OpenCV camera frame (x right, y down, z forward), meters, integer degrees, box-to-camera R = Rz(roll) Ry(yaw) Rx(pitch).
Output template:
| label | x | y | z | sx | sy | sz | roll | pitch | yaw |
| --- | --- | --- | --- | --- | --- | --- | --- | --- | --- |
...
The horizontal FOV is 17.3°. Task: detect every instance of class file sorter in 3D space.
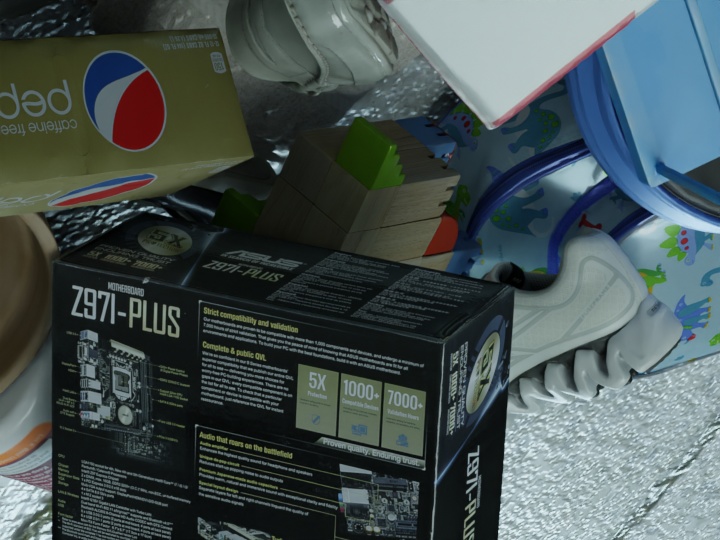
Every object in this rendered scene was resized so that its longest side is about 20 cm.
| label | x | y | z | sx | sy | sz | roll | pitch | yaw |
| --- | --- | --- | --- | --- | --- | --- | --- | --- | --- |
| file sorter | 0.216 | -0.130 | 1.077 | 0.200 | 0.123 | 0.139 | -25 | 110 | -10 |

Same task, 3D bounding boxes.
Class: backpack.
| label | x | y | z | sx | sy | sz | roll | pitch | yaw |
| --- | --- | --- | --- | --- | --- | --- | --- | --- | --- |
| backpack | 0.141 | -0.034 | 1.284 | 0.200 | 0.147 | 0.183 | -19 | 140 | -6 |

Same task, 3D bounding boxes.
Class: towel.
| label | x | y | z | sx | sy | sz | roll | pitch | yaw |
| --- | --- | --- | --- | --- | --- | --- | --- | --- | --- |
| towel | -0.041 | -0.130 | 1.133 | 0.132 | 0.035 | 0.200 | -39 | 144 | 14 |

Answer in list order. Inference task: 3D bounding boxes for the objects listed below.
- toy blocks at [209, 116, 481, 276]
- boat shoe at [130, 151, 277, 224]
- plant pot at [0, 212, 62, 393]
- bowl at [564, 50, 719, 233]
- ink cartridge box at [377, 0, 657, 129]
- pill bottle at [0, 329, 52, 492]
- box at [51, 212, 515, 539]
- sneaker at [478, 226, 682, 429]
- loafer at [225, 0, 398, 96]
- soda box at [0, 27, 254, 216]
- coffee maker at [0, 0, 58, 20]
| label | x | y | z | sx | sy | sz | roll | pitch | yaw |
| --- | --- | --- | --- | --- | --- | --- | --- | --- | --- |
| toy blocks | 0.000 | 0.000 | 1.195 | 0.137 | 0.100 | 0.200 | -12 | 135 | -51 |
| boat shoe | -0.123 | -0.049 | 1.144 | 0.200 | 0.073 | 0.063 | 14 | 124 | -50 |
| plant pot | -0.246 | -0.005 | 1.089 | 0.200 | 0.093 | 0.201 | -18 | 143 | -14 |
| bowl | 0.198 | -0.113 | 1.162 | 0.200 | 0.039 | 0.201 | -4 | 105 | -16 |
| ink cartridge box | 0.075 | -0.170 | 1.017 | 0.145 | 0.200 | 0.083 | -39 | 114 | 14 |
| pill bottle | -0.135 | 0.066 | 1.240 | 0.114 | 0.114 | 0.200 | -42 | 143 | 17 |
| box | -0.039 | 0.076 | 1.097 | 0.086 | 0.200 | 0.164 | -34 | 130 | -59 |
| sneaker | 0.066 | 0.043 | 1.219 | 0.200 | 0.081 | 0.075 | -28 | -172 | 27 |
| loafer | -0.023 | -0.105 | 1.024 | 0.070 | 0.070 | 0.200 | -20 | 178 | 2 |
| soda box | -0.144 | -0.060 | 1.005 | 0.068 | 0.064 | 0.200 | -20 | 174 | 43 |
| coffee maker | -0.085 | -0.191 | 0.968 | 0.200 | 0.135 | 0.192 | -19 | 174 | -12 |
